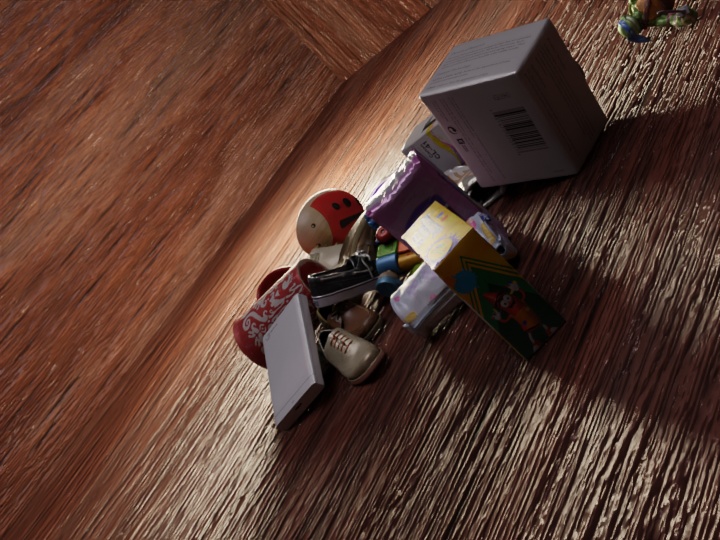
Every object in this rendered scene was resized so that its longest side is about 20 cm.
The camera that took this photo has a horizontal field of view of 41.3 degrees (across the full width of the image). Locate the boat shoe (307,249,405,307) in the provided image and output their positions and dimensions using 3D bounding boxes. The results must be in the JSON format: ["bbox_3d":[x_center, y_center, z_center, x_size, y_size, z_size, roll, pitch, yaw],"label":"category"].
[{"bbox_3d":[-0.001,0.000,1.689,0.198,0.069,0.074,-20,13,-15],"label":"boat shoe"}]

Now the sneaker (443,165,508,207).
[{"bbox_3d":[0.185,-0.137,1.653,0.200,0.076,0.092,-32,26,49],"label":"sneaker"}]

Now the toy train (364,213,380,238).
[{"bbox_3d":[0.089,-0.092,1.720,0.087,0.114,0.200,-45,13,-25],"label":"toy train"}]

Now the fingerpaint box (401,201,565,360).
[{"bbox_3d":[0.150,0.006,1.204,0.073,0.167,0.200,-46,14,4],"label":"fingerpaint box"}]

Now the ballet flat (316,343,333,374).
[{"bbox_3d":[-0.113,0.168,1.731,0.200,0.064,0.076,-30,24,50],"label":"ballet flat"}]

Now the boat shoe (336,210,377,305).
[{"bbox_3d":[-0.003,-0.022,1.783,0.071,0.064,0.201,-45,23,58],"label":"boat shoe"}]

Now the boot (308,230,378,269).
[{"bbox_3d":[-0.019,-0.045,1.912,0.154,0.072,0.201,-6,44,39],"label":"boot"}]

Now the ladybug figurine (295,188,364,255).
[{"bbox_3d":[-0.054,-0.102,2.005,0.072,0.137,0.200,-3,23,39],"label":"ladybug figurine"}]

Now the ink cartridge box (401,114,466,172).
[{"bbox_3d":[0.194,-0.231,1.715,0.200,0.148,0.086,-33,19,47],"label":"ink cartridge box"}]

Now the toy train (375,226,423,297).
[{"bbox_3d":[0.113,-0.028,1.596,0.199,0.085,0.116,-15,48,33],"label":"toy train"}]

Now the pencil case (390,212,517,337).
[{"bbox_3d":[0.136,0.009,1.400,0.200,0.083,0.091,-43,37,16],"label":"pencil case"}]

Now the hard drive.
[{"bbox_3d":[-0.119,0.157,1.656,0.132,0.027,0.201,-51,36,32],"label":"hard drive"}]

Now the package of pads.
[{"bbox_3d":[0.114,-0.077,1.450,0.121,0.200,0.076,-47,19,16],"label":"package of pads"}]

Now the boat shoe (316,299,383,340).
[{"bbox_3d":[-0.028,0.089,1.682,0.072,0.068,0.200,-52,16,-18],"label":"boat shoe"}]

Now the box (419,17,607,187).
[{"bbox_3d":[0.236,-0.252,1.472,0.199,0.199,0.131,-4,44,48],"label":"box"}]

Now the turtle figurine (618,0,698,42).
[{"bbox_3d":[0.485,-0.459,1.495,0.194,0.200,0.144,-44,49,-2],"label":"turtle figurine"}]

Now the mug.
[{"bbox_3d":[-0.149,0.064,1.849,0.200,0.178,0.133,-45,-21,30],"label":"mug"}]

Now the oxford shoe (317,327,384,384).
[{"bbox_3d":[-0.022,0.133,1.542,0.071,0.074,0.200,-52,15,-15],"label":"oxford shoe"}]

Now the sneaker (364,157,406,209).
[{"bbox_3d":[0.089,-0.178,2.026,0.200,0.070,0.099,-51,18,-10],"label":"sneaker"}]
